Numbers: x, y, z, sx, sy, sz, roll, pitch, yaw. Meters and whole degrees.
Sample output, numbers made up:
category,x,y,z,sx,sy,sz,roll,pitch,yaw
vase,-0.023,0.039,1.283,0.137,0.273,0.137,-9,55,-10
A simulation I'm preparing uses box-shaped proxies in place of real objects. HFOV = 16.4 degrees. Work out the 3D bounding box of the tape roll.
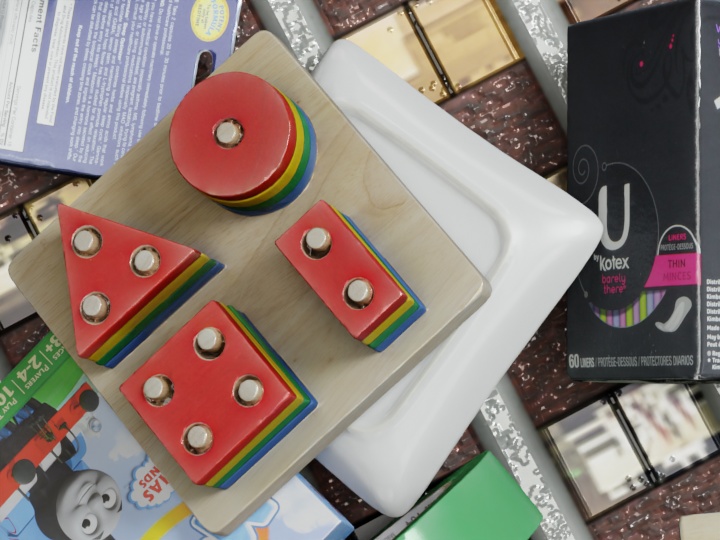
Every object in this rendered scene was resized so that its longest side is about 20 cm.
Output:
category,x,y,z,sx,sy,sz,roll,pitch,yaw
tape roll,0.006,0.176,1.315,0.200,0.200,0.048,-40,88,-2

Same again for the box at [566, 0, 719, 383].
category,x,y,z,sx,sy,sz,roll,pitch,yaw
box,0.185,-0.039,1.350,0.106,0.122,0.201,2,86,-30

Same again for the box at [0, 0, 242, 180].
category,x,y,z,sx,sy,sz,roll,pitch,yaw
box,-0.172,-0.116,1.418,0.199,0.032,0.122,10,87,3

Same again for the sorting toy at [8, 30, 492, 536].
category,x,y,z,sx,sy,sz,roll,pitch,yaw
sorting toy,-0.071,0.000,1.333,0.200,0.070,0.199,-42,71,6

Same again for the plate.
category,x,y,z,sx,sy,sz,roll,pitch,yaw
plate,0.000,0.000,1.370,0.199,0.032,0.200,37,95,22

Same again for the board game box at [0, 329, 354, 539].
category,x,y,z,sx,sy,sz,roll,pitch,yaw
board game box,-0.126,0.127,1.379,0.200,0.037,0.151,43,88,17

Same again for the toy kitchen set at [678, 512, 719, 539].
category,x,y,z,sx,sy,sz,roll,pitch,yaw
toy kitchen set,0.259,0.214,1.295,0.180,0.163,0.201,-5,66,3
